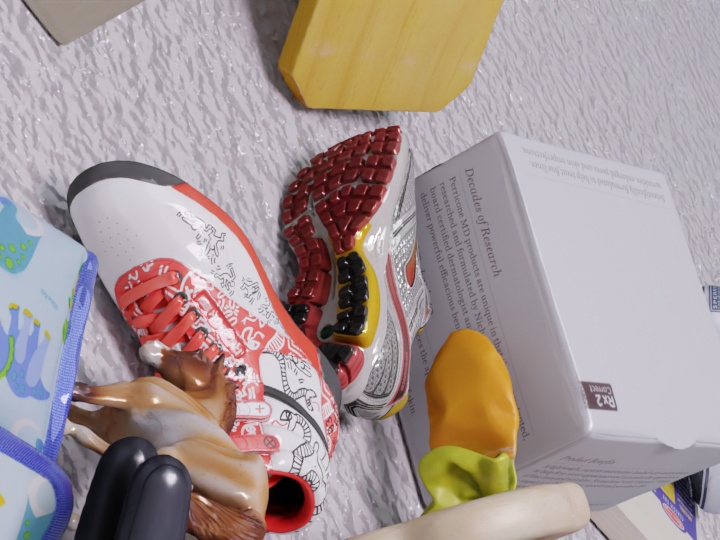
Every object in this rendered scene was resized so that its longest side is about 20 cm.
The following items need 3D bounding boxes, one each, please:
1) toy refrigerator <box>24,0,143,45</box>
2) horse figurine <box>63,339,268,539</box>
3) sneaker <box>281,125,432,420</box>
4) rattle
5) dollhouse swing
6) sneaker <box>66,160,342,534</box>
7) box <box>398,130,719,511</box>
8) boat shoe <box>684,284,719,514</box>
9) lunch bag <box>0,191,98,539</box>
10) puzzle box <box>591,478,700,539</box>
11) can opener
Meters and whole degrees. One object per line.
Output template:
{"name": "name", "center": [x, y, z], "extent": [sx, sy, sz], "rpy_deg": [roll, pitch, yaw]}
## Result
{"name": "toy refrigerator", "center": [-0.125, -0.207, 1.098], "extent": [0.070, 0.076, 0.200], "rpy_deg": [53, 28, -24]}
{"name": "horse figurine", "center": [-0.088, 0.076, 0.839], "extent": [0.132, 0.050, 0.200], "rpy_deg": [19, 11, -30]}
{"name": "sneaker", "center": [0.000, 0.000, 1.169], "extent": [0.082, 0.078, 0.200], "rpy_deg": [47, 41, -41]}
{"name": "rattle", "center": [0.019, 0.108, 1.056], "extent": [0.200, 0.130, 0.143], "rpy_deg": [-5, 89, -36]}
{"name": "dollhouse swing", "center": [0.002, -0.226, 1.291], "extent": [0.200, 0.176, 0.182], "rpy_deg": [-4, 47, -46]}
{"name": "sneaker", "center": [-0.076, 0.043, 0.983], "extent": [0.201, 0.067, 0.108], "rpy_deg": [52, 26, -31]}
{"name": "box", "center": [0.121, 0.039, 1.254], "extent": [0.199, 0.131, 0.200], "rpy_deg": [9, 59, -51]}
{"name": "boat shoe", "center": [0.224, 0.094, 1.452], "extent": [0.071, 0.091, 0.200], "rpy_deg": [-74, 160, -53]}
{"name": "lunch bag", "center": [-0.194, 0.048, 0.710], "extent": [0.170, 0.127, 0.200], "rpy_deg": [41, 49, -45]}
{"name": "puzzle box", "center": [0.188, 0.140, 1.442], "extent": [0.200, 0.025, 0.133], "rpy_deg": [48, 30, -32]}
{"name": "can opener", "center": [-0.100, 0.159, 0.720], "extent": [0.079, 0.063, 0.200], "rpy_deg": [15, 98, -41]}
